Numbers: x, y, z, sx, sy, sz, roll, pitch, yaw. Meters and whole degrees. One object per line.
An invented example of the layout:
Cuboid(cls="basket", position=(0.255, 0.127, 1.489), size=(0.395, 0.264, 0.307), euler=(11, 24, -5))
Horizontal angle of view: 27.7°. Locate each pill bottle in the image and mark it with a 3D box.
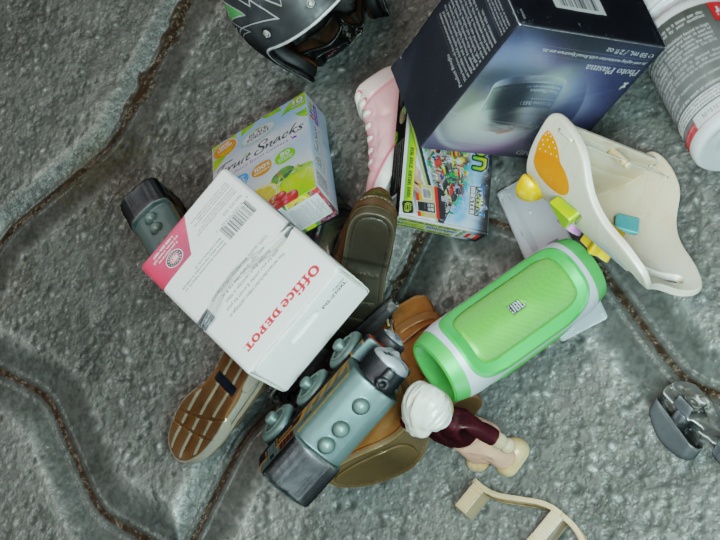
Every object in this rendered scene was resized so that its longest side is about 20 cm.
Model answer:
Cuboid(cls="pill bottle", position=(0.362, -0.214, 1.531), size=(0.114, 0.114, 0.200), euler=(-28, 59, 14))

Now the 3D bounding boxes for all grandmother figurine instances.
Cuboid(cls="grandmother figurine", position=(0.094, 0.156, 1.457), size=(0.121, 0.200, 0.061), euler=(-4, 67, 25))

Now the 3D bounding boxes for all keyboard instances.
Cuboid(cls="keyboard", position=(0.206, -0.019, 1.591), size=(0.056, 0.011, 0.200), euler=(-26, 60, 9))

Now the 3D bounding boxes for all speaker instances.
Cuboid(cls="speaker", position=(0.154, 0.050, 1.499), size=(0.200, 0.089, 0.088), euler=(-34, 55, -16))

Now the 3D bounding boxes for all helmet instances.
Cuboid(cls="helmet", position=(-0.075, -0.341, 1.761), size=(0.200, 0.191, 0.200), euler=(-11, 64, 23))

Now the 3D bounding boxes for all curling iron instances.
Cuboid(cls="curling iron", position=(-0.031, 0.095, 1.615), size=(0.200, 0.050, 0.026), euler=(-38, 51, 25))

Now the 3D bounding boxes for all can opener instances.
Cuboid(cls="can opener", position=(0.357, 0.187, 1.410), size=(0.200, 0.053, 0.067), euler=(52, 129, 33))

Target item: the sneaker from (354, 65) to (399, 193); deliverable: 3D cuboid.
Cuboid(cls="sneaker", position=(0.030, -0.155, 1.697), size=(0.105, 0.075, 0.200), euler=(15, 69, 27))

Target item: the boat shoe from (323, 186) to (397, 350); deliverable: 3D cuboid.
Cuboid(cls="boat shoe", position=(0.000, 0.000, 1.610), size=(0.068, 0.072, 0.200), euler=(-80, 11, -54))

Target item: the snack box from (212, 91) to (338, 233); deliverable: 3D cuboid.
Cuboid(cls="snack box", position=(-0.104, -0.107, 1.716), size=(0.142, 0.053, 0.200), euler=(-28, 36, 16))

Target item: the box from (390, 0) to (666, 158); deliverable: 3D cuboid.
Cuboid(cls="box", position=(0.174, -0.222, 1.538), size=(0.198, 0.200, 0.123), euler=(-50, 48, 44))

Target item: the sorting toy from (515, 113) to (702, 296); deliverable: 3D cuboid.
Cuboid(cls="sorting toy", position=(0.265, -0.047, 1.479), size=(0.107, 0.200, 0.180), euler=(-49, 55, 23))

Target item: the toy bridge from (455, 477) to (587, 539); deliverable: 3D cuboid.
Cuboid(cls="toy bridge", position=(0.183, 0.269, 1.467), size=(0.200, 0.027, 0.067), euler=(39, 87, 34))

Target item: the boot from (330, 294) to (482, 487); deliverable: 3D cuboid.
Cuboid(cls="boot", position=(0.026, 0.129, 1.582), size=(0.200, 0.077, 0.155), euler=(-41, 49, 18))

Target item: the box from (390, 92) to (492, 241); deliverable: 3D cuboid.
Cuboid(cls="box", position=(0.094, -0.141, 1.636), size=(0.035, 0.110, 0.200), euler=(147, 131, -65))

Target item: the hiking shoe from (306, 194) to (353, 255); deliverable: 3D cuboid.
Cuboid(cls="hiking shoe", position=(-0.063, 0.006, 1.676), size=(0.101, 0.076, 0.200), euler=(34, 86, 37))

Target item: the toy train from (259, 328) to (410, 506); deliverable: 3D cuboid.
Cuboid(cls="toy train", position=(-0.026, 0.148, 1.480), size=(0.200, 0.085, 0.114), euler=(-48, 14, 8))

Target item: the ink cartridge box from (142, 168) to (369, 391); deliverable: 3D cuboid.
Cuboid(cls="ink cartridge box", position=(-0.112, 0.010, 1.553), size=(0.200, 0.084, 0.145), euler=(40, 91, 33))

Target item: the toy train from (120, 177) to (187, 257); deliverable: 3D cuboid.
Cuboid(cls="toy train", position=(-0.214, -0.026, 1.730), size=(0.085, 0.114, 0.200), euler=(-41, 43, 7))

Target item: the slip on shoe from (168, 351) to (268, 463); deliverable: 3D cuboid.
Cuboid(cls="slip on shoe", position=(-0.147, 0.142, 1.674), size=(0.076, 0.061, 0.200), euler=(43, 110, 35))
